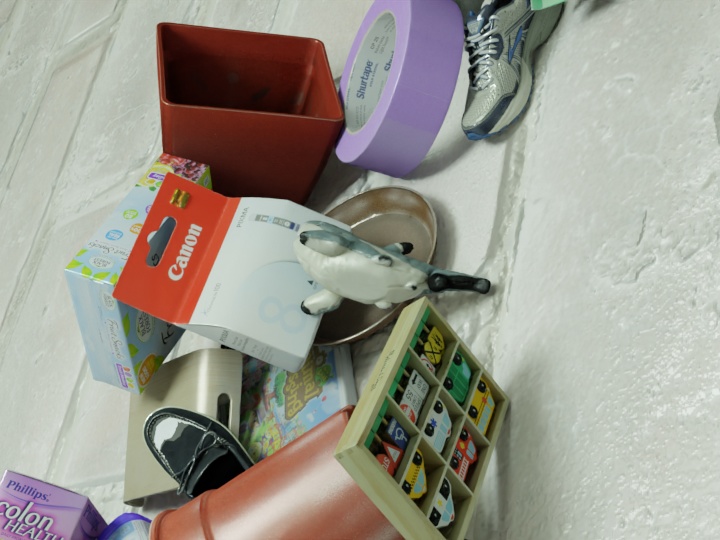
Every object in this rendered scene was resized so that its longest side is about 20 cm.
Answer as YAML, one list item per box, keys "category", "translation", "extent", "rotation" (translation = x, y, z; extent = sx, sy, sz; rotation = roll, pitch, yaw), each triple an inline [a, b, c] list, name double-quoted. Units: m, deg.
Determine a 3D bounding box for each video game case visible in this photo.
- category: "video game case"
  translation: [-0.079, 0.140, 1.421]
  extent: [0.182, 0.022, 0.200]
  rotation: [-38, 36, 24]

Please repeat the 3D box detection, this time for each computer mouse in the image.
- category: "computer mouse"
  translation: [-0.130, 0.016, 1.470]
  extent: [0.053, 0.200, 0.139]
  rotation: [30, 83, 28]

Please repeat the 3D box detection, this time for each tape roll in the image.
- category: "tape roll"
  translation: [0.038, -0.204, 1.478]
  extent: [0.200, 0.065, 0.201]
  rotation: [-164, 90, -71]

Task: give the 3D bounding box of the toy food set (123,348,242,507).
- category: "toy food set"
  translation: [-0.192, 0.174, 1.483]
  extent: [0.200, 0.060, 0.144]
  rotation: [-24, 59, 50]

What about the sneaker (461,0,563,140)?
- category: "sneaker"
  translation: [0.136, -0.229, 1.423]
  extent: [0.077, 0.085, 0.201]
  rotation: [-5, 57, 49]

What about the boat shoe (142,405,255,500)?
- category: "boat shoe"
  translation: [-0.146, 0.195, 1.347]
  extent: [0.200, 0.062, 0.075]
  rotation: [37, 88, 30]

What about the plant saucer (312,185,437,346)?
- category: "plant saucer"
  translation: [0.000, 0.000, 1.415]
  extent: [0.200, 0.032, 0.201]
  rotation: [-25, 41, 24]

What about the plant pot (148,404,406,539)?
- category: "plant pot"
  translation: [-0.038, 0.229, 1.153]
  extent: [0.195, 0.201, 0.201]
  rotation: [-38, 35, 9]

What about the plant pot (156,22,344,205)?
- category: "plant pot"
  translation: [-0.143, -0.155, 1.589]
  extent: [0.200, 0.199, 0.177]
  rotation: [-104, 23, -54]

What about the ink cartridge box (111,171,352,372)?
- category: "ink cartridge box"
  translation: [-0.124, -0.008, 1.366]
  extent: [0.047, 0.199, 0.160]
  rotation: [124, 168, -60]

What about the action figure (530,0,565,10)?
- category: "action figure"
  translation: [0.271, -0.318, 1.361]
  extent: [0.200, 0.055, 0.118]
  rotation: [-11, 51, 39]

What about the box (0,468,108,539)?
- category: "box"
  translation: [-0.349, 0.335, 1.436]
  extent: [0.176, 0.096, 0.201]
  rotation: [90, -162, -66]

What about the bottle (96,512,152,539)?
- category: "bottle"
  translation: [-0.217, 0.329, 1.385]
  extent: [0.084, 0.065, 0.200]
  rotation: [-52, 33, 7]

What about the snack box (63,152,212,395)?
- category: "snack box"
  translation: [-0.224, 0.003, 1.471]
  extent: [0.067, 0.169, 0.200]
  rotation: [16, 48, 19]

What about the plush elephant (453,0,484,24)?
- category: "plush elephant"
  translation: [0.153, -0.390, 1.499]
  extent: [0.165, 0.155, 0.200]
  rotation: [57, 155, 19]

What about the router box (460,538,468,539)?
- category: "router box"
  translation: [0.078, 0.321, 1.024]
  extent: [0.200, 0.062, 0.150]
  rotation: [-57, 33, -4]

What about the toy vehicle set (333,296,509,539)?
- category: "toy vehicle set"
  translation: [0.055, 0.126, 1.113]
  extent: [0.026, 0.124, 0.200]
  rotation: [-30, 19, 33]

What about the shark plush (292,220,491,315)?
- category: "shark plush"
  translation: [0.024, -0.014, 1.313]
  extent: [0.199, 0.091, 0.083]
  rotation: [0, 28, 23]
